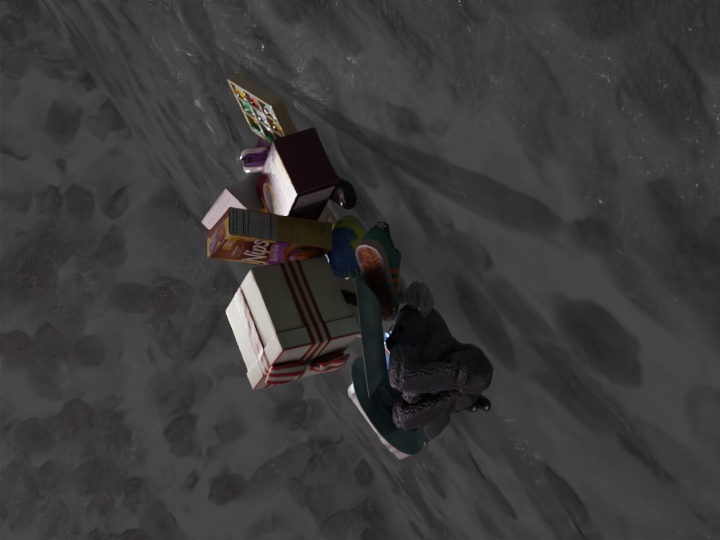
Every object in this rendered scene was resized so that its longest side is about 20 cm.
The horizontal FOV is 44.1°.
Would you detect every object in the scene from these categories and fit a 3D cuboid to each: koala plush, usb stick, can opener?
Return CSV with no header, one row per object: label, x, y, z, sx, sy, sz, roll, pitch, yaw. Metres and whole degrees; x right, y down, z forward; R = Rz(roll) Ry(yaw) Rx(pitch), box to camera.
koala plush,0.117,0.136,1.531,0.179,0.181,0.201,84,170,-47
usb stick,-0.065,-0.161,1.623,0.200,0.032,0.056,36,151,54
can opener,0.186,0.242,1.696,0.199,0.063,0.080,-1,98,62

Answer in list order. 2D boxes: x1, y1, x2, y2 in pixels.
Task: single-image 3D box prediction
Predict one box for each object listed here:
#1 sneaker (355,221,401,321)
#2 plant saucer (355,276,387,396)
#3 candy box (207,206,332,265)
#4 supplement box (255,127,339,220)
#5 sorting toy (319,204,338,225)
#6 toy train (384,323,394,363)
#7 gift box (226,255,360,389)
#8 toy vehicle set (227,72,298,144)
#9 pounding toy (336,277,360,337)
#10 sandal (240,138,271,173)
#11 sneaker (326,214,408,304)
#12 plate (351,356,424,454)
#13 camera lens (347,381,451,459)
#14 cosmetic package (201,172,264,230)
sneaker,0.043,0.003,1.552,0.071,0.080,0.201,15,140,22
plant saucer,0.020,0.109,1.492,0.201,0.038,0.204,-8,-90,-89
candy box,-0.162,-0.054,1.587,0.116,0.198,0.057,-35,52,55
supplement box,-0.117,-0.153,1.595,0.111,0.085,0.200,65,157,13
sorting toy,-0.107,-0.071,1.808,0.201,0.106,0.180,56,164,-4
toy train,0.110,0.182,1.690,0.200,0.086,0.115,49,153,49
gift box,-0.120,0.108,1.599,0.188,0.183,0.200,65,149,22
toy vehicle set,-0.180,-0.297,1.702,0.200,0.026,0.125,38,159,49
pounding toy,-0.057,0.057,1.835,0.198,0.144,0.183,19,166,-36
sandal,-0.197,-0.227,1.715,0.203,0.082,0.050,-141,31,-68
sneaker,0.000,0.000,1.636,0.201,0.105,0.076,52,166,12
plate,0.057,0.236,1.595,0.200,0.025,0.201,44,-156,-24
camera lens,0.081,0.281,1.914,0.201,0.159,0.160,53,166,3
cosmetic package,-0.211,-0.140,1.755,0.081,0.200,0.113,45,126,0
